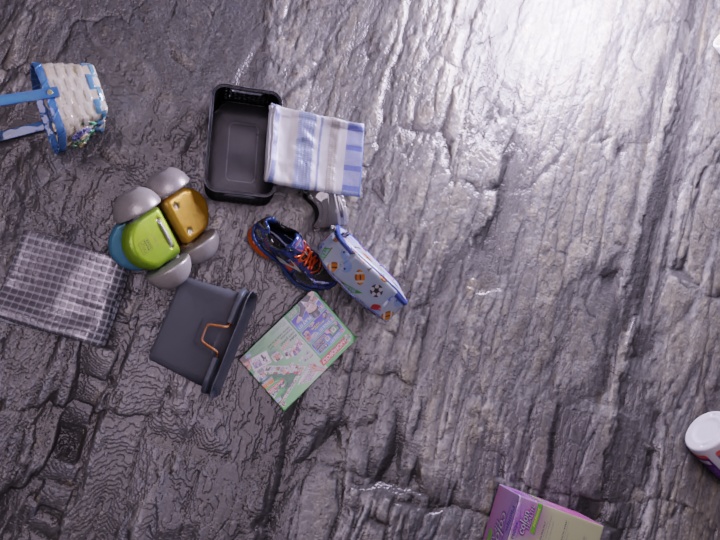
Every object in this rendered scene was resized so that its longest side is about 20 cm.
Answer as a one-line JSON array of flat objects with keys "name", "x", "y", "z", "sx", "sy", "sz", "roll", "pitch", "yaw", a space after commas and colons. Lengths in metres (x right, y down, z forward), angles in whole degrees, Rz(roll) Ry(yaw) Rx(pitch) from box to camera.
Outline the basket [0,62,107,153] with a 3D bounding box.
[{"name": "basket", "x": -0.545, "y": -0.276, "z": 1.088, "sx": 0.197, "sy": 0.176, "sz": 0.142, "roll": -17, "pitch": 93, "yaw": -25}]

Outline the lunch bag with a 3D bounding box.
[{"name": "lunch bag", "x": 0.000, "y": 0.000, "z": 1.205, "sx": 0.075, "sy": 0.160, "sz": 0.200, "roll": -43, "pitch": 102, "yaw": 8}]

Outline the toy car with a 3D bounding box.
[{"name": "toy car", "x": -0.363, "y": -0.070, "z": 1.122, "sx": 0.201, "sy": 0.147, "sz": 0.178, "roll": -54, "pitch": 127, "yaw": -51}]

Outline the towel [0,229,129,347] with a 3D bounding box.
[{"name": "towel", "x": -0.527, "y": 0.032, "z": 1.114, "sx": 0.196, "sy": 0.085, "sz": 0.169, "roll": 17, "pitch": 81, "yaw": -11}]

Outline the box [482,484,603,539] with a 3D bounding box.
[{"name": "box", "x": 0.356, "y": 0.557, "z": 1.266, "sx": 0.197, "sy": 0.097, "sz": 0.179, "roll": 22, "pitch": 81, "yaw": -11}]

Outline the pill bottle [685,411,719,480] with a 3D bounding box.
[{"name": "pill bottle", "x": 0.824, "y": 0.416, "z": 1.388, "sx": 0.200, "sy": 0.111, "sz": 0.112, "roll": 44, "pitch": 78, "yaw": -7}]

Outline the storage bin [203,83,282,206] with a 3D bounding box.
[{"name": "storage bin", "x": -0.224, "y": -0.236, "z": 1.203, "sx": 0.132, "sy": 0.094, "sz": 0.205, "roll": 5, "pitch": 84, "yaw": -12}]

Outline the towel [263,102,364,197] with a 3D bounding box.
[{"name": "towel", "x": -0.085, "y": -0.224, "z": 1.188, "sx": 0.196, "sy": 0.024, "sz": 0.150, "roll": 7, "pitch": 84, "yaw": -22}]

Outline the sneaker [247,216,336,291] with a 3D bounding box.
[{"name": "sneaker", "x": -0.125, "y": -0.031, "z": 1.207, "sx": 0.198, "sy": 0.078, "sz": 0.076, "roll": 33, "pitch": 57, "yaw": -9}]

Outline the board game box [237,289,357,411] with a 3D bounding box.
[{"name": "board game box", "x": -0.121, "y": 0.152, "z": 1.229, "sx": 0.200, "sy": 0.029, "sz": 0.135, "roll": -43, "pitch": 96, "yaw": -13}]

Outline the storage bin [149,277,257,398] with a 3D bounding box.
[{"name": "storage bin", "x": -0.289, "y": 0.111, "z": 1.144, "sx": 0.132, "sy": 0.146, "sz": 0.204, "roll": 20, "pitch": 81, "yaw": 0}]

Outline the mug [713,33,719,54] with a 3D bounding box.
[{"name": "mug", "x": 0.952, "y": -0.524, "z": 1.482, "sx": 0.186, "sy": 0.149, "sz": 0.154, "roll": -42, "pitch": 103, "yaw": -6}]

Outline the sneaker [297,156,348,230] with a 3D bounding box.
[{"name": "sneaker", "x": -0.089, "y": -0.175, "z": 1.238, "sx": 0.081, "sy": 0.075, "sz": 0.204, "roll": -20, "pitch": 91, "yaw": -15}]
